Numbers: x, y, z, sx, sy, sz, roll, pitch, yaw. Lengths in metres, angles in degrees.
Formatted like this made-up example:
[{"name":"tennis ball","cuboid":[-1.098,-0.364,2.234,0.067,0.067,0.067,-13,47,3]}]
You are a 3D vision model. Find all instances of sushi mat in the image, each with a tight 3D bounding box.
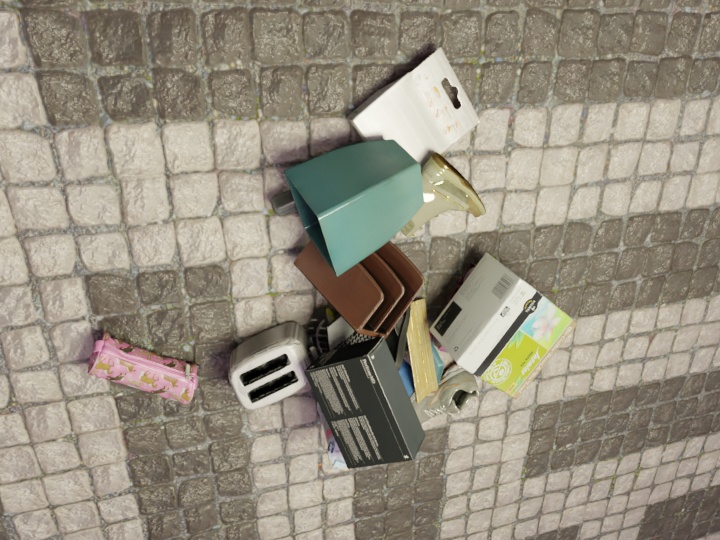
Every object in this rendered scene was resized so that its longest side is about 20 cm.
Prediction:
[{"name":"sushi mat","cuboid":[0.126,0.165,1.113,0.095,0.012,0.204,-12,94,-53]}]

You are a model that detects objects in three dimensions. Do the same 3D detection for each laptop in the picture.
[{"name":"laptop","cuboid":[0.035,0.167,1.047,0.187,0.114,0.203,-37,130,-49]}]

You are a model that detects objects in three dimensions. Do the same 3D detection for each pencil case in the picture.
[{"name":"pencil case","cuboid":[-0.041,0.321,1.098,0.082,0.200,0.092,13,104,-15]},{"name":"pencil case","cuboid":[-0.403,0.184,0.989,0.198,0.083,0.087,26,105,-25]}]

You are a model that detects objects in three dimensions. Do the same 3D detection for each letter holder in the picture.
[{"name":"letter holder","cuboid":[0.000,0.000,0.953,0.143,0.200,0.100,-53,147,10]}]

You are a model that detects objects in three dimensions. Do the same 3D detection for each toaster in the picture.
[{"name":"toaster","cuboid":[-0.178,0.187,1.023,0.197,0.129,0.115,-23,100,-6]}]

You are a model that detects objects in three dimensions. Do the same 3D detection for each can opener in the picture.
[{"name":"can opener","cuboid":[-0.073,-0.163,0.962,0.198,0.053,0.067,-30,85,-4]}]

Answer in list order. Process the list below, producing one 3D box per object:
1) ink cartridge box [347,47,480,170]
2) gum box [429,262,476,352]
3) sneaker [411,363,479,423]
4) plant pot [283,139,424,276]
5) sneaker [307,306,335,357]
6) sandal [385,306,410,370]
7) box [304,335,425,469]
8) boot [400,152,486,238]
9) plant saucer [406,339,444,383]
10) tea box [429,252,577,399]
[{"name":"ink cartridge box","cuboid":[0.098,-0.274,0.962,0.199,0.050,0.161,-40,119,0]},{"name":"gum box","cuboid":[0.247,0.099,1.162,0.112,0.066,0.202,21,105,-26]},{"name":"sneaker","cuboid":[0.186,0.302,1.215,0.200,0.092,0.075,-44,120,15]},{"name":"plant pot","cuboid":[0.001,-0.123,0.893,0.198,0.142,0.142,-28,140,-11]},{"name":"sneaker","cuboid":[-0.044,0.162,1.105,0.090,0.077,0.203,-33,114,-41]},{"name":"sandal","cuboid":[0.060,0.101,1.041,0.047,0.204,0.075,24,147,-28]},{"name":"box","cuboid":[0.010,0.235,0.932,0.139,0.079,0.203,-18,100,32]},{"name":"boot","cuboid":[0.145,-0.122,1.026,0.154,0.073,0.199,-43,140,17]},{"name":"plant saucer","cuboid":[0.135,0.168,1.166,0.019,0.070,0.202,-9,125,34]},{"name":"tea box","cuboid":[0.284,0.113,1.065,0.195,0.134,0.201,30,101,-29]}]
